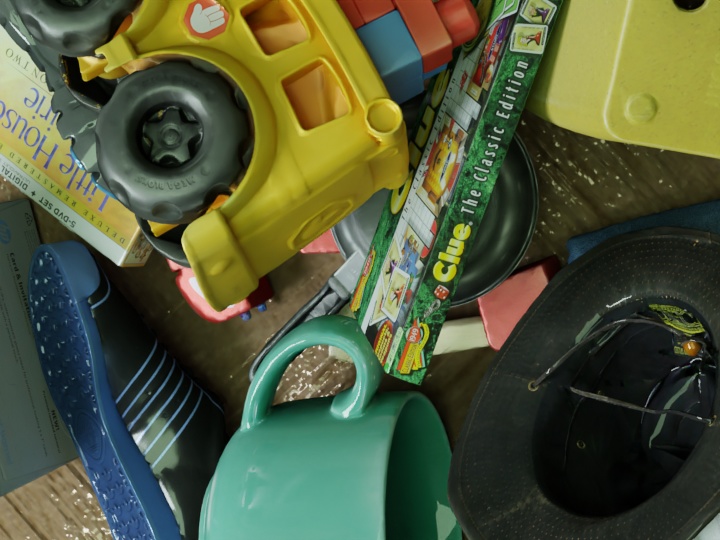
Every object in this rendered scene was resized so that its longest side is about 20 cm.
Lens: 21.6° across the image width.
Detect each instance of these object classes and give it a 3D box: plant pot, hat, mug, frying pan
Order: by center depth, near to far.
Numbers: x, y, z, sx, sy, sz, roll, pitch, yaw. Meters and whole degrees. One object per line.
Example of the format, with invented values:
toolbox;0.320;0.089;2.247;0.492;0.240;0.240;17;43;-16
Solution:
plant pot;0.178;-0.139;0.862;0.198;0.177;0.202;10;111;-2
hat;0.141;0.081;0.925;0.200;0.202;0.081;-31;131;17
frying pan;0.002;-0.023;0.993;0.188;0.031;0.116;-22;91;13
mug;-0.019;0.129;1.010;0.113;0.152;0.187;-5;74;18

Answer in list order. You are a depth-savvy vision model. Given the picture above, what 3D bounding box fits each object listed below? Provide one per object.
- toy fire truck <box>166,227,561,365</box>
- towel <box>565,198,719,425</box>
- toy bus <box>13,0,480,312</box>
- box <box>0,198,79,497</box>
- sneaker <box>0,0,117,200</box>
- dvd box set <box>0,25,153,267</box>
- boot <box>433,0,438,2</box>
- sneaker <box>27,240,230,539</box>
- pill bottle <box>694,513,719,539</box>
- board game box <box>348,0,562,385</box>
toy fire truck;0.000;0.000;1.035;0.199;0.049;0.142;-25;91;17
towel;0.209;0.016;0.981;0.198;0.049;0.113;-12;94;17
toy bus;-0.050;-0.111;0.895;0.191;0.136;0.201;-30;78;-2
box;-0.224;0.050;1.023;0.041;0.200;0.158;-14;94;22
sneaker;-0.149;-0.137;1.013;0.082;0.073;0.201;-33;81;3
dvd box set;-0.134;-0.125;1.052;0.146;0.029;0.201;36;106;20
boot;0.065;-0.192;0.979;0.198;0.073;0.157;3;98;16
sneaker;-0.123;0.072;1.065;0.070;0.077;0.202;-18;92;54
pill bottle;0.244;0.124;0.953;0.198;0.112;0.113;-16;93;18
board game box;0.044;-0.056;0.909;0.023;0.105;0.202;17;102;-13
